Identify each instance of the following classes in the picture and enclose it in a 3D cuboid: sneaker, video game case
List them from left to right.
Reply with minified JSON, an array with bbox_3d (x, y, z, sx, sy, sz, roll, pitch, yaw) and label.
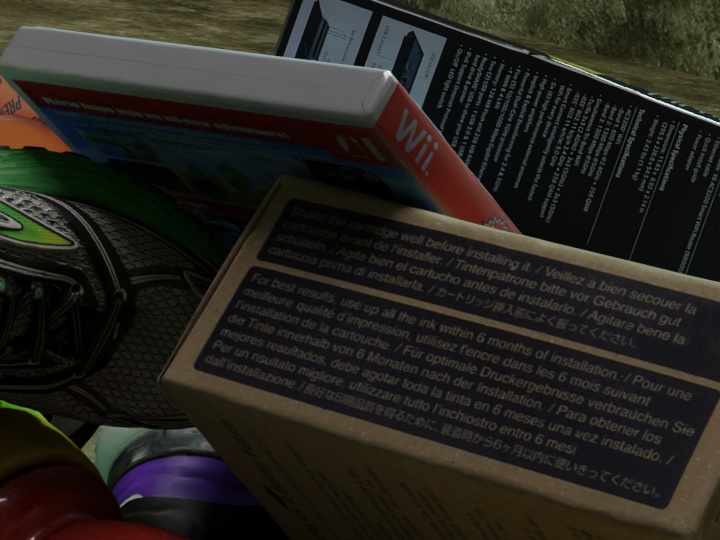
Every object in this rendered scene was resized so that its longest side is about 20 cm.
[{"bbox_3d":[-0.116,0.008,0.816,0.200,0.078,0.085,16,22,-22],"label":"sneaker"},{"bbox_3d":[0.000,0.000,0.863,0.143,0.017,0.200,11,-26,40],"label":"video game case"},{"bbox_3d":[0.005,0.114,0.957,0.200,0.070,0.100,20,34,-22],"label":"sneaker"}]

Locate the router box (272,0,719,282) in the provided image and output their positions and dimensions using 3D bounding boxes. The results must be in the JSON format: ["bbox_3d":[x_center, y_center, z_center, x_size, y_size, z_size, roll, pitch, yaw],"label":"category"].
[{"bbox_3d":[0.063,-0.037,0.921,0.157,0.052,0.200,20,5,9],"label":"router box"}]

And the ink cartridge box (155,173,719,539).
[{"bbox_3d":[0.063,0.068,0.813,0.164,0.075,0.200,16,-23,33],"label":"ink cartridge box"}]

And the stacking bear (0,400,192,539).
[{"bbox_3d":[-0.117,0.091,0.874,0.200,0.114,0.121,21,16,34],"label":"stacking bear"}]

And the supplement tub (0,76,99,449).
[{"bbox_3d":[-0.136,0.006,1.058,0.122,0.123,0.200,6,-17,-9],"label":"supplement tub"}]
